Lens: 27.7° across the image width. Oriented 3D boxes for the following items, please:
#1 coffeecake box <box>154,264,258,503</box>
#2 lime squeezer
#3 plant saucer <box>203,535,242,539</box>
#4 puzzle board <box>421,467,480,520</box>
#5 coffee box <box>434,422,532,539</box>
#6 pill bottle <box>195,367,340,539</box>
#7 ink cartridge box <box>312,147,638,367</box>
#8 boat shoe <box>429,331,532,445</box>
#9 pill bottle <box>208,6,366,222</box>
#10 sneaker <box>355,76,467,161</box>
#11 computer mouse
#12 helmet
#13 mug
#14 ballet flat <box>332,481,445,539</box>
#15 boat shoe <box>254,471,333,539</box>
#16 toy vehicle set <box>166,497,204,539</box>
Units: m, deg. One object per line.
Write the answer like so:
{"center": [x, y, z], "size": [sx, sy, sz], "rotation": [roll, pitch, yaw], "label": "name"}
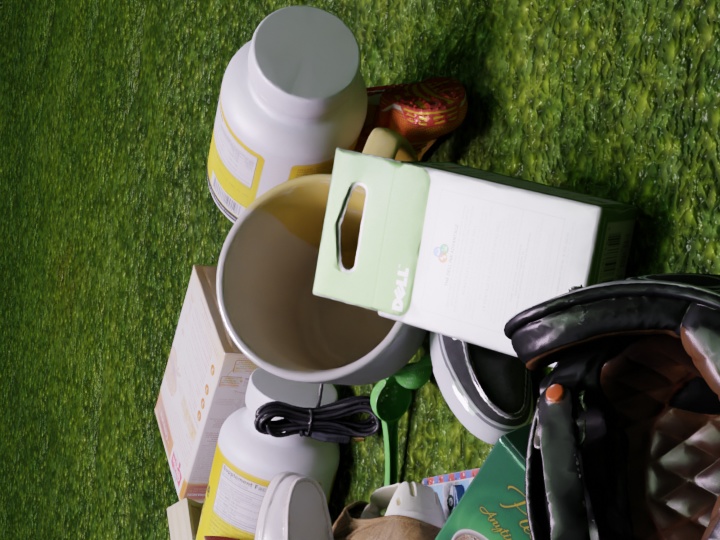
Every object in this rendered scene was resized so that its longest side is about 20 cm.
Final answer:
{"center": [-0.151, 0.121, 1.542], "size": [0.154, 0.073, 0.201], "rotation": [-117, 38, -50], "label": "coffeecake box"}
{"center": [0.039, 0.101, 1.154], "size": [0.071, 0.037, 0.201], "rotation": [-108, 33, -41], "label": "lime squeezer"}
{"center": [-0.057, 0.316, 1.206], "size": [0.201, 0.037, 0.200], "rotation": [63, 170, -8], "label": "plant saucer"}
{"center": [0.079, 0.247, 1.061], "size": [0.151, 0.017, 0.202], "rotation": [153, 119, -63], "label": "puzzle board"}
{"center": [0.099, 0.205, 0.929], "size": [0.123, 0.044, 0.201], "rotation": [48, 132, 27], "label": "coffee box"}
{"center": [-0.081, 0.192, 1.319], "size": [0.112, 0.111, 0.201], "rotation": [-128, 48, -57], "label": "pill bottle"}
{"center": [0.071, -0.011, 0.949], "size": [0.199, 0.059, 0.105], "rotation": [15, 101, 31], "label": "ink cartridge box"}
{"center": [0.090, 0.022, 1.022], "size": [0.066, 0.069, 0.201], "rotation": [120, 153, -47], "label": "boat shoe"}
{"center": [-0.057, -0.116, 1.141], "size": [0.200, 0.111, 0.113], "rotation": [115, 152, -63], "label": "pill bottle"}
{"center": [0.039, -0.114, 1.175], "size": [0.200, 0.072, 0.078], "rotation": [-166, 64, -73], "label": "sneaker"}
{"center": [-0.026, 0.045, 1.238], "size": [0.044, 0.109, 0.202], "rotation": [128, 149, -79], "label": "computer mouse"}
{"center": [0.157, 0.094, 0.693], "size": [0.199, 0.190, 0.202], "rotation": [-8, 73, 26], "label": "helmet"}
{"center": [0.001, 0.010, 1.094], "size": [0.150, 0.186, 0.153], "rotation": [53, -177, 19], "label": "mug"}
{"center": [0.028, 0.198, 1.110], "size": [0.200, 0.067, 0.073], "rotation": [-25, 44, 69], "label": "ballet flat"}
{"center": [-0.034, 0.247, 1.096], "size": [0.069, 0.071, 0.202], "rotation": [-22, 63, 42], "label": "boat shoe"}
{"center": [-0.122, 0.324, 1.383], "size": [0.026, 0.124, 0.201], "rotation": [-31, 50, 21], "label": "toy vehicle set"}
